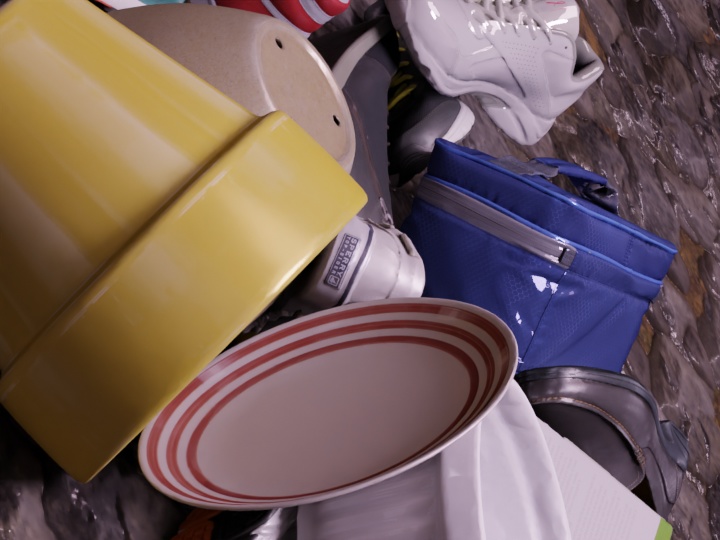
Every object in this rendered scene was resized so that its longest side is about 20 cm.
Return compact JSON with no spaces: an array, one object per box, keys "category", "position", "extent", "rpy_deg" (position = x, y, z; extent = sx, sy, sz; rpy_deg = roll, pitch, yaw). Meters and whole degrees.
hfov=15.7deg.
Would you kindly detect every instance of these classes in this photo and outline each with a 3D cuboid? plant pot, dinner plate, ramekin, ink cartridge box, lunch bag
[{"category":"plant pot","position":[-0.082,-0.067,1.437],"extent":[0.200,0.134,0.201],"rpy_deg":[44,32,-36]},{"category":"dinner plate","position":[-0.015,0.071,1.312],"extent":[0.200,0.199,0.024],"rpy_deg":[-64,140,-60]},{"category":"ramekin","position":[0.042,0.160,1.362],"extent":[0.200,0.105,0.201],"rpy_deg":[-12,90,-74]},{"category":"ink cartridge box","position":[0.078,0.162,1.550],"extent":[0.200,0.076,0.148],"rpy_deg":[40,50,-20]},{"category":"lunch bag","position":[0.116,-0.007,1.699],"extent":[0.136,0.133,0.200],"rpy_deg":[29,6,31]},{"category":"plant pot","position":[-0.129,-0.032,1.265],"extent":[0.189,0.201,0.201],"rpy_deg":[46,26,-2]}]

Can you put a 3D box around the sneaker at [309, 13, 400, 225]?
[{"category":"sneaker","position":[-0.010,-0.089,1.687],"extent":[0.107,0.074,0.200],"rpy_deg":[65,27,-17]}]

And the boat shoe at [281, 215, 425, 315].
[{"category":"boat shoe","position":[0.000,0.000,1.512],"extent":[0.065,0.072,0.200],"rpy_deg":[23,-6,-7]}]

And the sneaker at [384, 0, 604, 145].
[{"category":"sneaker","position":[0.093,-0.160,1.734],"extent":[0.200,0.099,0.078],"rpy_deg":[25,34,-54]}]

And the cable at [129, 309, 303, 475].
[{"category":"cable","position":[-0.051,0.075,1.421],"extent":[0.200,0.097,0.051],"rpy_deg":[-51,145,-57]}]

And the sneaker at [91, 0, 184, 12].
[{"category":"sneaker","position":[-0.147,-0.200,1.465],"extent":[0.070,0.094,0.200],"rpy_deg":[37,11,27]}]

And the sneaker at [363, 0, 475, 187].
[{"category":"sneaker","position":[0.026,-0.128,1.792],"extent":[0.085,0.074,0.200],"rpy_deg":[47,20,-19]}]

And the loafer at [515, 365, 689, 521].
[{"category":"loafer","position":[0.154,0.115,1.632],"extent":[0.200,0.072,0.073],"rpy_deg":[36,54,-51]}]

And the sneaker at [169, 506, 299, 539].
[{"category":"sneaker","position":[-0.039,0.149,1.387],"extent":[0.092,0.075,0.200],"rpy_deg":[62,26,-13]}]

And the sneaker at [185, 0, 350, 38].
[{"category":"sneaker","position":[-0.073,-0.231,1.637],"extent":[0.071,0.112,0.201],"rpy_deg":[-11,75,-63]}]
